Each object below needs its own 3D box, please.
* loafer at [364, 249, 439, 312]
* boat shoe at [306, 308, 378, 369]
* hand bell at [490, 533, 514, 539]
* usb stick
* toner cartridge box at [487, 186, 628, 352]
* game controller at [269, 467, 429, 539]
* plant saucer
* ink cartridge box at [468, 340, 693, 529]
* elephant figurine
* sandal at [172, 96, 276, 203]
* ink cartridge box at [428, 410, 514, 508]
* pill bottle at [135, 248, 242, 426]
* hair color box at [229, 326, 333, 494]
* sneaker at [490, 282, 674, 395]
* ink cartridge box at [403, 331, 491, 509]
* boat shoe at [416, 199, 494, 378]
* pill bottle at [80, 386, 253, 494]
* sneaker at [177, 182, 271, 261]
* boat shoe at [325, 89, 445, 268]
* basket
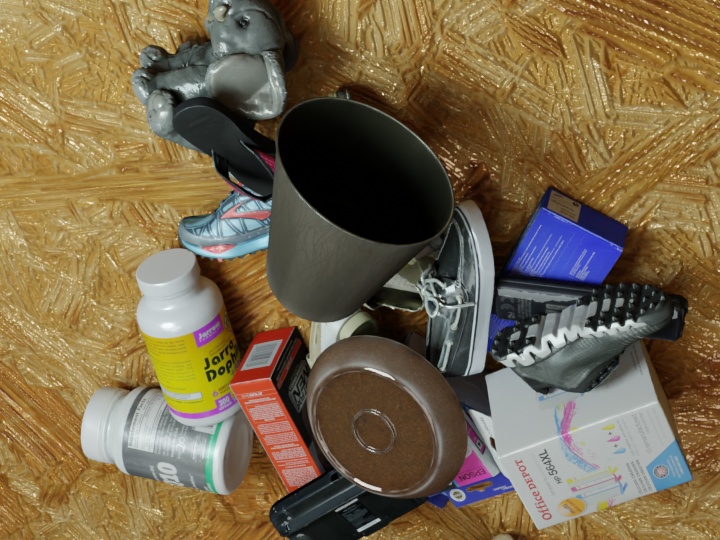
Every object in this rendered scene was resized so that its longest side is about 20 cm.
[{"bbox_3d":[0.000,0.000,1.374,0.197,0.069,0.076,5,126,19],"label":"loafer"},{"bbox_3d":[-0.022,0.104,1.466,0.068,0.074,0.201,39,144,28],"label":"boat shoe"},{"bbox_3d":[0.084,0.355,1.536,0.198,0.105,0.105,15,133,-18],"label":"hand bell"},{"bbox_3d":[0.231,0.038,1.279,0.197,0.033,0.056,6,134,15],"label":"usb stick"},{"bbox_3d":[0.192,0.016,1.325,0.094,0.043,0.201,28,130,1],"label":"toner cartridge box"},{"bbox_3d":[-0.011,0.274,1.486,0.199,0.042,0.104,-33,127,24],"label":"game controller"},{"bbox_3d":[0.020,0.168,1.368,0.198,0.034,0.203,14,121,25],"label":"plant saucer"},{"bbox_3d":[0.226,0.170,1.329,0.198,0.126,0.129,-22,125,14],"label":"ink cartridge box"},{"bbox_3d":[-0.118,-0.206,1.231,0.199,0.154,0.143,-31,67,29],"label":"elephant figurine"},{"bbox_3d":[-0.110,-0.103,1.240,0.075,0.046,0.199,-24,146,28],"label":"sandal"},{"bbox_3d":[0.086,0.193,1.408,0.094,0.037,0.201,-24,114,34],"label":"ink cartridge box"},{"bbox_3d":[-0.202,0.078,1.490,0.103,0.105,0.202,0,125,21],"label":"pill bottle"},{"bbox_3d":[-0.076,0.179,1.516,0.061,0.102,0.202,-11,121,25],"label":"hair color box"},{"bbox_3d":[0.230,0.073,1.244,0.199,0.067,0.091,-22,119,37],"label":"sneaker"},{"bbox_3d":[0.073,0.188,1.481,0.135,0.077,0.201,27,132,1],"label":"ink cartridge box"},{"bbox_3d":[0.093,0.024,1.303,0.067,0.074,0.201,-10,126,-16],"label":"boat shoe"},{"bbox_3d":[-0.245,0.210,1.599,0.197,0.114,0.114,9,128,16],"label":"pill bottle"},{"bbox_3d":[-0.112,-0.074,1.370,0.197,0.080,0.097,-9,116,16],"label":"sneaker"},{"bbox_3d":[0.028,-0.101,1.295,0.065,0.072,0.203,-24,109,7],"label":"boat shoe"},{"bbox_3d":[-0.018,-0.043,1.215,0.179,0.136,0.201,34,148,5],"label":"basket"}]
